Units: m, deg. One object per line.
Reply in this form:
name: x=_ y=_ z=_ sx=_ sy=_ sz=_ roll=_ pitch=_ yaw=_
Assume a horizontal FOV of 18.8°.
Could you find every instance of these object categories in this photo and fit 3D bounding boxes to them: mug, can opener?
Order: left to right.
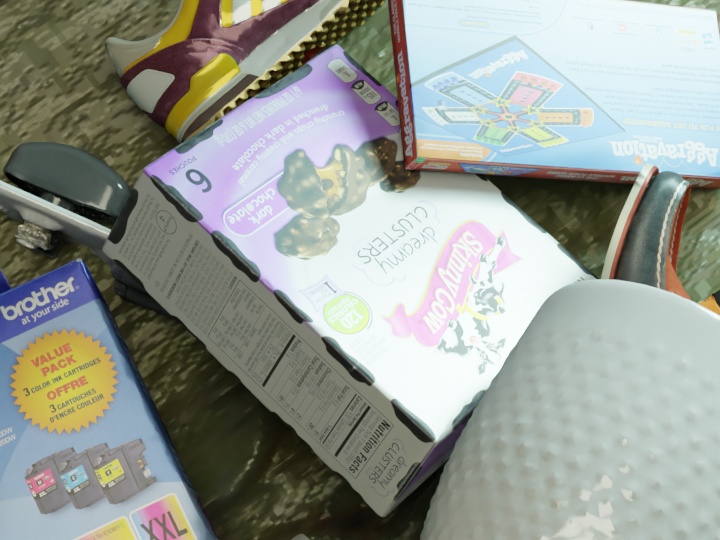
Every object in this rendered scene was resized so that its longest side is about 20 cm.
can opener: x=-0.109 y=-0.011 z=1.163 sx=0.199 sy=0.053 sz=0.067 roll=27 pitch=75 yaw=7
mug: x=0.119 y=0.136 z=0.997 sx=0.200 sy=0.147 sz=0.176 roll=52 pitch=58 yaw=-29

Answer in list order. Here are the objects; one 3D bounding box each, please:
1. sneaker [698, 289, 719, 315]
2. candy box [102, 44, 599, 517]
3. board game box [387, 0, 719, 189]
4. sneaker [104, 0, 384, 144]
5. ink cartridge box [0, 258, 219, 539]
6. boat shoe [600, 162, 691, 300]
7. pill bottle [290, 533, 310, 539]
sneaker: x=0.224 y=0.100 z=1.134 sx=0.090 sy=0.070 sz=0.201 roll=-15 pitch=74 yaw=11
candy box: x=0.000 y=0.000 z=1.113 sx=0.200 sy=0.072 sz=0.168 roll=42 pitch=45 yaw=10
board game box: x=0.111 y=-0.099 z=1.168 sx=0.199 sy=0.019 sz=0.103 roll=3 pitch=71 yaw=-25
sneaker: x=-0.048 y=-0.158 z=1.195 sx=0.200 sy=0.075 sz=0.090 roll=-42 pitch=84 yaw=-12
ink cartridge box: x=-0.173 y=0.087 z=1.124 sx=0.136 sy=0.076 sz=0.201 roll=-26 pitch=74 yaw=-8
boat shoe: x=0.152 y=0.047 z=1.119 sx=0.062 sy=0.071 sz=0.201 roll=10 pitch=93 yaw=21
pill bottle: x=-0.082 y=0.224 z=1.065 sx=0.200 sy=0.113 sz=0.113 roll=-38 pitch=78 yaw=-10
